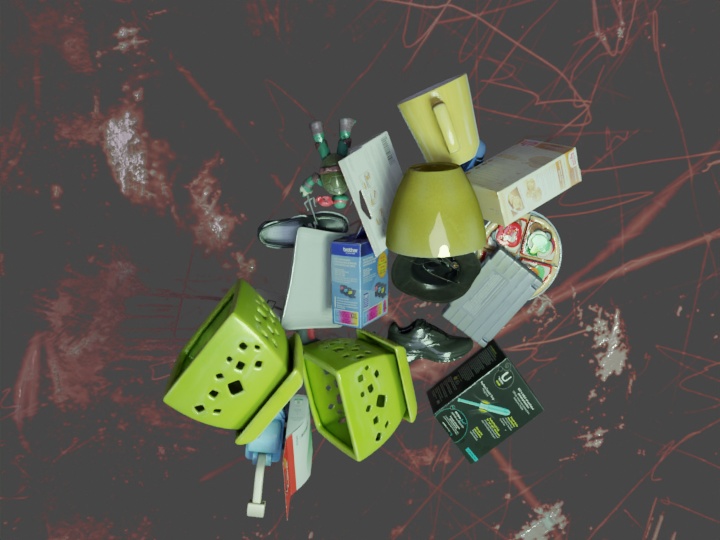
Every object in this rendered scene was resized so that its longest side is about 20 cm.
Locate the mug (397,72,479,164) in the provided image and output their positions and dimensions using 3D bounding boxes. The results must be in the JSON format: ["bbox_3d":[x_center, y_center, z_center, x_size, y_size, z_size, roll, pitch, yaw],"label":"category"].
[{"bbox_3d":[0.156,-0.278,1.362,0.147,0.186,0.157,-11,109,39],"label":"mug"}]

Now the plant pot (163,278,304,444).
[{"bbox_3d":[-0.210,0.167,1.233,0.180,0.200,0.201,38,99,-14],"label":"plant pot"}]

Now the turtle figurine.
[{"bbox_3d":[-0.049,-0.201,1.414,0.145,0.100,0.207,-5,91,-15],"label":"turtle figurine"}]

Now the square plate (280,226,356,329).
[{"bbox_3d":[-0.086,0.017,1.429,0.028,0.196,0.206,15,97,37],"label":"square plate"}]

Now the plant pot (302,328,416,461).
[{"bbox_3d":[0.001,0.240,1.451,0.178,0.197,0.206,-22,108,-25],"label":"plant pot"}]

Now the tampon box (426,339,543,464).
[{"bbox_3d":[0.267,0.283,1.514,0.198,0.126,0.151,-37,102,6],"label":"tampon box"}]

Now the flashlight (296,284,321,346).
[{"bbox_3d":[-0.109,0.098,1.498,0.066,0.068,0.206,3,108,25],"label":"flashlight"}]

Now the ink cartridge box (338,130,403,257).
[{"bbox_3d":[0.029,-0.152,1.391,0.044,0.175,0.205,-8,111,42],"label":"ink cartridge box"}]

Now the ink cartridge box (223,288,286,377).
[{"bbox_3d":[-0.211,0.139,1.432,0.082,0.200,0.150,15,102,-3],"label":"ink cartridge box"}]

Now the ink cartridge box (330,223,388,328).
[{"bbox_3d":[0.000,0.000,1.432,0.074,0.136,0.207,4,103,27],"label":"ink cartridge box"}]

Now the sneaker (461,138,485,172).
[{"bbox_3d":[0.218,-0.170,1.450,0.077,0.070,0.204,24,96,-28],"label":"sneaker"}]

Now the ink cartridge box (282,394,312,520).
[{"bbox_3d":[-0.131,0.392,1.471,0.048,0.202,0.165,-2,119,-1],"label":"ink cartridge box"}]

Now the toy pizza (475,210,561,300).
[{"bbox_3d":[0.340,-0.029,1.496,0.193,0.032,0.207,0,102,-2],"label":"toy pizza"}]

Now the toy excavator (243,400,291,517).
[{"bbox_3d":[-0.211,0.391,1.486,0.097,0.200,0.201,7,102,-3],"label":"toy excavator"}]

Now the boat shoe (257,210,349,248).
[{"bbox_3d":[-0.119,-0.079,1.456,0.194,0.060,0.078,-10,103,1],"label":"boat shoe"}]

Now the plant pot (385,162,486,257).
[{"bbox_3d":[0.141,-0.123,1.308,0.193,0.201,0.146,-3,108,-1],"label":"plant pot"}]

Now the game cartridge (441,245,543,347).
[{"bbox_3d":[0.279,0.056,1.492,0.129,0.039,0.201,37,114,-4],"label":"game cartridge"}]

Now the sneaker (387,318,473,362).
[{"bbox_3d":[0.150,0.150,1.511,0.193,0.076,0.094,-1,99,-2],"label":"sneaker"}]

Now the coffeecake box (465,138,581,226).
[{"bbox_3d":[0.305,-0.178,1.365,0.197,0.153,0.075,-30,117,-17],"label":"coffeecake box"}]

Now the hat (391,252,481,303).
[{"bbox_3d":[0.156,-0.023,1.452,0.194,0.083,0.203,3,141,2],"label":"hat"}]
